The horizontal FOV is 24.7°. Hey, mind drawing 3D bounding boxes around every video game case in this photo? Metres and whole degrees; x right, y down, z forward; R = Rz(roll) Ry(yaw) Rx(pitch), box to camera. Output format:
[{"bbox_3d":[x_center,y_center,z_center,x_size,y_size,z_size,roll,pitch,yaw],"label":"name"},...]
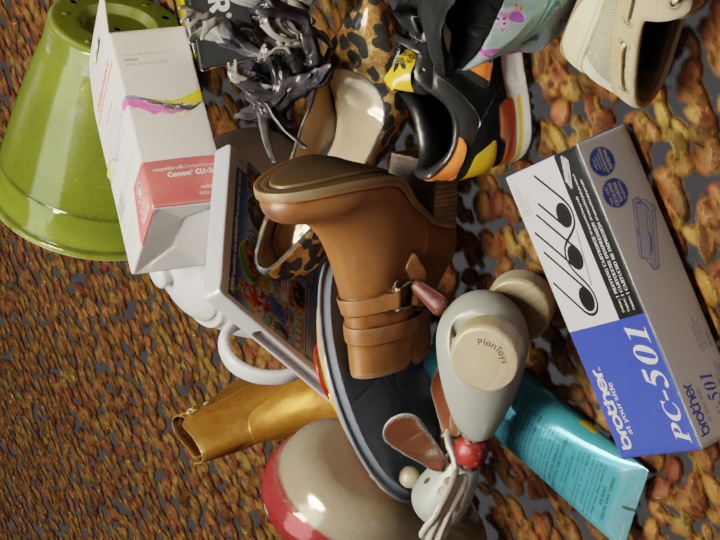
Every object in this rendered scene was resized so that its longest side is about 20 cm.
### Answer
[{"bbox_3d":[-0.050,0.014,1.268,0.200,0.018,0.144,43,-145,-40],"label":"video game case"}]

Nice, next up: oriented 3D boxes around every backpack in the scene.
[{"bbox_3d":[0.083,-0.206,0.941,0.201,0.125,0.168,105,146,-52],"label":"backpack"}]

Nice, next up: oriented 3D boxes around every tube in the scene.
[{"bbox_3d":[0.128,0.114,1.195,0.200,0.050,0.078,41,143,34],"label":"tube"}]

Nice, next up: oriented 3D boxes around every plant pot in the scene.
[{"bbox_3d":[-0.239,-0.147,1.529,0.200,0.199,0.195,44,134,37],"label":"plant pot"}]

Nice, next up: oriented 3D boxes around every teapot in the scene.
[{"bbox_3d":[-0.114,-0.017,1.424,0.199,0.145,0.200,13,122,57],"label":"teapot"}]

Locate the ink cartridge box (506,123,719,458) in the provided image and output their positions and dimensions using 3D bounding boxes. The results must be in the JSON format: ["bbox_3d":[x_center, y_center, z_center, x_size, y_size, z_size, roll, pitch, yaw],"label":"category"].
[{"bbox_3d":[0.167,0.017,1.044,0.202,0.044,0.094,67,155,0],"label":"ink cartridge box"}]

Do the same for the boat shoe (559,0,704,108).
[{"bbox_3d":[0.165,-0.167,0.886,0.065,0.072,0.201,46,150,19],"label":"boat shoe"}]

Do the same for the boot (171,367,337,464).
[{"bbox_3d":[-0.080,0.138,1.482,0.200,0.143,0.072,6,117,60],"label":"boot"}]

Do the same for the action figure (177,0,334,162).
[{"bbox_3d":[-0.074,-0.185,1.186,0.118,0.101,0.202,-26,55,51],"label":"action figure"}]

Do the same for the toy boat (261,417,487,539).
[{"bbox_3d":[-0.003,0.206,1.315,0.131,0.199,0.131,-47,45,20],"label":"toy boat"}]

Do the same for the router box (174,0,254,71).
[{"bbox_3d":[-0.131,-0.278,1.307,0.149,0.050,0.202,-121,21,-64],"label":"router box"}]

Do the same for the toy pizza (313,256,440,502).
[{"bbox_3d":[0.008,0.080,1.255,0.031,0.200,0.202,-18,97,21],"label":"toy pizza"}]

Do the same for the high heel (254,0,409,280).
[{"bbox_3d":[-0.024,-0.092,1.191,0.071,0.143,0.202,23,126,17],"label":"high heel"}]

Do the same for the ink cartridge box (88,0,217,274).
[{"bbox_3d":[-0.167,-0.114,1.324,0.117,0.067,0.202,120,137,-59],"label":"ink cartridge box"}]

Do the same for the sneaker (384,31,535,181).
[{"bbox_3d":[0.053,-0.155,1.071,0.070,0.089,0.202,15,124,57],"label":"sneaker"}]

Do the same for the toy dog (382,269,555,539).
[{"bbox_3d":[0.059,0.084,1.156,0.096,0.132,0.202,26,99,12],"label":"toy dog"}]

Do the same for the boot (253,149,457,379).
[{"bbox_3d":[0.000,0.000,1.148,0.073,0.199,0.157,19,108,42],"label":"boot"}]
